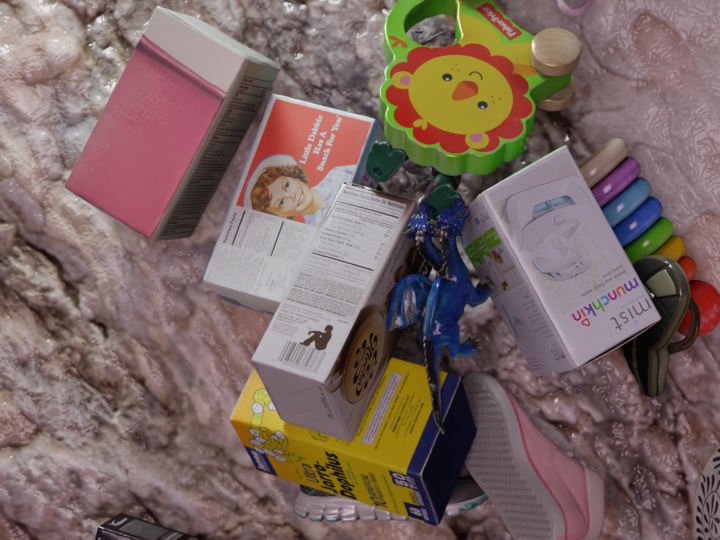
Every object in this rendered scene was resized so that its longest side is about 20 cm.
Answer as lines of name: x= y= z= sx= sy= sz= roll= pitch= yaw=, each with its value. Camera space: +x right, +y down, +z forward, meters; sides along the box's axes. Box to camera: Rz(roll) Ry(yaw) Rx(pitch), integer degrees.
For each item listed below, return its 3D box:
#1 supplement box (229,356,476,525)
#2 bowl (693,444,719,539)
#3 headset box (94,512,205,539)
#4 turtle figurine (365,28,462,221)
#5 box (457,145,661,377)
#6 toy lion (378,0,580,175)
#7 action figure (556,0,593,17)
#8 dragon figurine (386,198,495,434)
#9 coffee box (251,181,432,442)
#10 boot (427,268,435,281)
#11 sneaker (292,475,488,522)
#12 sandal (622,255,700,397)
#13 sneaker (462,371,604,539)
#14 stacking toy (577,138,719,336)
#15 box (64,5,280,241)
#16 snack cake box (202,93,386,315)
supplement box: x=-0.005 y=0.147 z=1.648 sx=0.198 sy=0.109 sz=0.110 roll=14 pitch=61 yaw=22
bowl: x=0.413 y=0.237 z=1.624 sx=0.198 sy=0.094 sz=0.203 roll=1 pitch=94 yaw=10
headset box: x=-0.181 y=0.350 z=1.758 sx=0.198 sy=0.075 sz=0.150 roll=15 pitch=97 yaw=10
turtle figurine: x=0.082 y=-0.137 z=1.640 sx=0.148 sy=0.201 sz=0.101 roll=21 pitch=135 yaw=9
box: x=0.172 y=0.000 z=1.594 sx=0.096 sy=0.200 sz=0.178 roll=-29 pitch=87 yaw=-7
toy lion: x=0.090 y=-0.179 z=1.585 sx=0.191 sy=0.069 sz=0.200 roll=-31 pitch=61 yaw=-21
action figure: x=0.138 y=-0.346 z=1.658 sx=0.198 sy=0.134 sz=0.150 roll=11 pitch=136 yaw=21
dragon figurine: x=0.064 y=0.037 z=1.563 sx=0.059 sy=0.099 sz=0.202 roll=9 pitch=77 yaw=45
coffee box: x=-0.012 y=0.036 z=1.586 sx=0.079 sy=0.113 sz=0.201 roll=15 pitch=62 yaw=22
boot: x=0.000 y=0.000 z=1.704 sx=0.198 sy=0.074 sz=0.096 roll=-20 pitch=82 yaw=6
sneaker: x=0.028 y=0.200 z=1.711 sx=0.198 sy=0.078 sz=0.092 roll=-1 pitch=88 yaw=9
sandal: x=0.281 y=0.046 z=1.603 sx=0.057 sy=0.202 sz=0.080 roll=-16 pitch=62 yaw=-6
sneaker: x=0.168 y=0.188 z=1.687 sx=0.075 sy=0.104 sz=0.201 roll=-51 pitch=52 yaw=34
stacking toy: x=0.274 y=-0.024 z=1.646 sx=0.085 sy=0.085 sz=0.200 roll=-39 pitch=90 yaw=11
box: x=-0.183 y=-0.142 z=1.702 sx=0.108 sy=0.128 sz=0.201 roll=30 pitch=98 yaw=9
snack cake box: x=-0.060 y=-0.057 z=1.675 sx=0.114 sy=0.067 sz=0.202 roll=15 pitch=76 yaw=21
